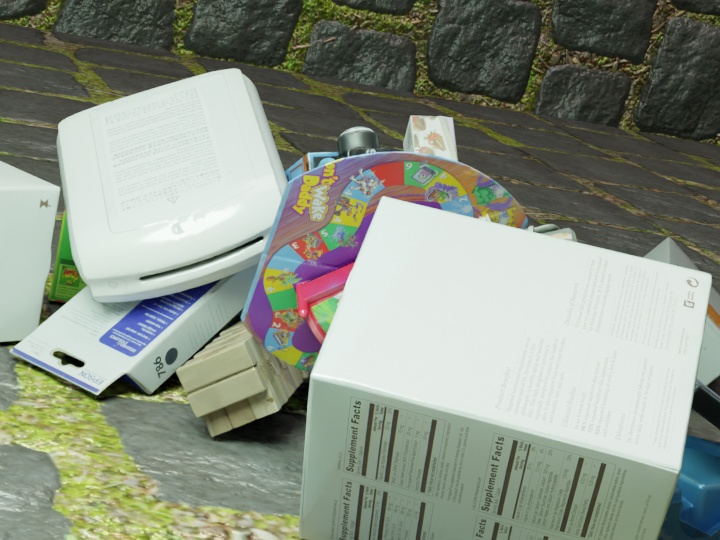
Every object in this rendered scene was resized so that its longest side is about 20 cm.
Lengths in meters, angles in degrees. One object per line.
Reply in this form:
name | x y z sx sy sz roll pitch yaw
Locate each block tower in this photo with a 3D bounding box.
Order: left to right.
block tower | -0.072 0.062 1.171 0.058 0.054 0.200 -22 6 15

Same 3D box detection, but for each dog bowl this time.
dog bowl | 0.192 0.151 1.091 0.199 0.050 0.111 2 16 -40

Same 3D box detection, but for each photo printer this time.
photo printer | -0.138 -0.060 1.218 0.166 0.070 0.200 -18 39 -3

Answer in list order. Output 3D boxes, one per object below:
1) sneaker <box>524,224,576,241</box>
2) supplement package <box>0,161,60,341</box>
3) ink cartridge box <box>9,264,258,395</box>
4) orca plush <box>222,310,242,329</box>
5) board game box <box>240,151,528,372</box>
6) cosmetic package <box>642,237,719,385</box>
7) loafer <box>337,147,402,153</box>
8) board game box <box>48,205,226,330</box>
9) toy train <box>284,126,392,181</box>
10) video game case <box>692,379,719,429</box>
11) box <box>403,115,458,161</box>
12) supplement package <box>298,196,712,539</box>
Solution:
sneaker | 0.116 -0.011 1.269 0.199 0.092 0.076 16 50 -27
supplement package | -0.336 -0.031 1.222 0.200 0.122 0.120 22 16 39
ink cartridge box | -0.152 0.026 1.204 0.099 0.039 0.200 22 50 36
orca plush | -0.101 0.010 1.297 0.199 0.105 0.071 -18 65 -12
board game box | 0.014 0.014 1.043 0.157 0.200 0.039 10 40 -15
cosmetic package | 0.289 0.042 1.505 0.101 0.071 0.200 49 14 -1
loafer | -0.003 -0.027 1.357 0.072 0.200 0.073 23 40 4
board game box | -0.148 -0.011 1.349 0.199 0.102 0.048 11 9 -7
toy train | 0.000 0.000 1.193 0.086 0.201 0.114 -3 -11 -23
video game case | 0.217 0.071 1.162 0.143 0.019 0.200 35 7 -35
box | 0.064 -0.042 1.358 0.039 0.042 0.201 2 53 -8
supplement package | 0.082 0.080 0.948 0.199 0.151 0.152 14 46 8
